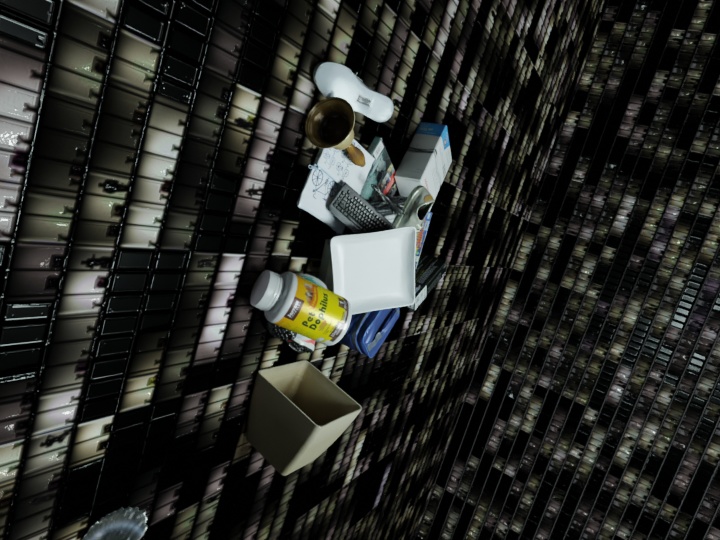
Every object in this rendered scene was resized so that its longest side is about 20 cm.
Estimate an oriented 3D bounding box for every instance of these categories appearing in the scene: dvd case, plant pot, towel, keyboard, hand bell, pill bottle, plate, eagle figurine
[{"bbox_3d":[0.039,-0.221,1.325,0.147,0.022,0.200,-61,154,-14],"label":"dvd case"},{"bbox_3d":[-0.152,0.354,1.227,0.199,0.199,0.178,4,117,-62],"label":"plant pot"},{"bbox_3d":[0.050,-0.100,1.336,0.199,0.085,0.167,-17,139,-46],"label":"towel"},{"bbox_3d":[0.031,-0.128,1.184,0.200,0.021,0.128,39,77,-25],"label":"keyboard"},{"bbox_3d":[-0.026,-0.261,1.079,0.105,0.103,0.200,-66,157,-3],"label":"hand bell"},{"bbox_3d":[-0.123,0.073,1.076,0.199,0.109,0.110,27,85,-29],"label":"pill bottle"},{"bbox_3d":[0.029,-0.001,1.194,0.198,0.032,0.202,-8,117,-13],"label":"plate"},{"bbox_3d":[-0.451,0.539,0.903,0.151,0.151,0.201,-36,-158,25],"label":"eagle figurine"}]

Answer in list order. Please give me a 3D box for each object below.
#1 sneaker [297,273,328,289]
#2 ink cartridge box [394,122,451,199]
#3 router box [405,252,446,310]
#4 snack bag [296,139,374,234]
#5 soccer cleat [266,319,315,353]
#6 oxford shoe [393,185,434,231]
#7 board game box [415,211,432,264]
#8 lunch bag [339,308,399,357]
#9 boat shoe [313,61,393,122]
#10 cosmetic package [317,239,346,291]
[{"bbox_3d":[-0.098,0.089,1.187,0.200,0.071,0.080,54,26,-42],"label":"sneaker"},{"bbox_3d":[0.178,-0.283,1.442,0.201,0.085,0.147,-63,153,-23],"label":"ink cartridge box"},{"bbox_3d":[0.149,0.019,1.562,0.200,0.148,0.051,-44,144,-38],"label":"router box"},{"bbox_3d":[-0.051,-0.197,1.150,0.188,0.021,0.202,30,82,-56],"label":"snack bag"},{"bbox_3d":[-0.155,0.127,1.191,0.200,0.067,0.074,54,43,-58],"label":"soccer cleat"},{"bbox_3d":[0.122,-0.111,1.273,0.075,0.058,0.201,-21,145,-48],"label":"oxford shoe"},{"bbox_3d":[0.155,-0.080,1.411,0.200,0.034,0.137,32,75,-84],"label":"board game box"},{"bbox_3d":[0.029,0.130,1.442,0.201,0.131,0.136,-54,150,-24],"label":"lunch bag"},{"bbox_3d":[-0.020,-0.366,1.055,0.198,0.068,0.074,10,114,-38],"label":"boat shoe"},{"bbox_3d":[0.000,0.000,1.255,0.198,0.052,0.152,-1,127,-25],"label":"cosmetic package"}]
